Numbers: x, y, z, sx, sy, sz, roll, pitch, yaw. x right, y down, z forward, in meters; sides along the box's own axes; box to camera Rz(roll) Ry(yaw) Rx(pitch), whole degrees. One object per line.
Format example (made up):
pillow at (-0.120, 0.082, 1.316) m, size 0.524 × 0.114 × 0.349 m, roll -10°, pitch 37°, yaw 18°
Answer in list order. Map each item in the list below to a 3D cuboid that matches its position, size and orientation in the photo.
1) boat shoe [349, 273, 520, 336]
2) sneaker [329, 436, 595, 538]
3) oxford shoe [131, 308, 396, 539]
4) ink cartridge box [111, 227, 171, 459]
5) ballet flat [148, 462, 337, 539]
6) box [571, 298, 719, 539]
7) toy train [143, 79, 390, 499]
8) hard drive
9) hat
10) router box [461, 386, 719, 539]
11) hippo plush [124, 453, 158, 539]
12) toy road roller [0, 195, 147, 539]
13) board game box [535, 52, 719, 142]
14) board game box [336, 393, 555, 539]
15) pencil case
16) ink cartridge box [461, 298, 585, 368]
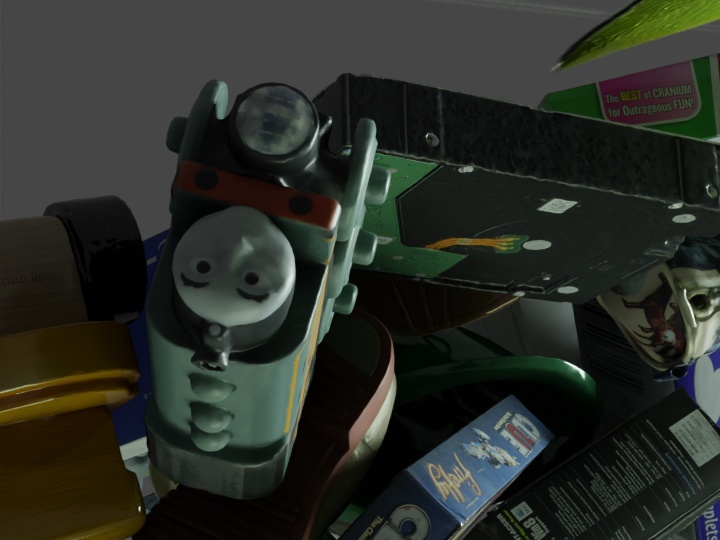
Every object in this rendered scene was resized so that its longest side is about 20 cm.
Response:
boat shoe at (0.000, 0.000, 0.861) m, size 0.199 × 0.074 × 0.063 m, roll -7°, pitch -177°, yaw 18°
sneaker at (0.055, 0.113, 1.011) m, size 0.199 × 0.077 × 0.082 m, roll -16°, pitch 140°, yaw 7°
oxford shoe at (-0.040, 0.114, 0.710) m, size 0.200 × 0.070 × 0.075 m, roll -52°, pitch 150°, yaw -22°
ink cartridge box at (-0.132, 0.049, 0.828) m, size 0.199 × 0.094 × 0.044 m, roll -22°, pitch 167°, yaw 29°
ballet flat at (-0.076, 0.130, 0.918) m, size 0.064 × 0.200 × 0.067 m, roll -46°, pitch 128°, yaw -4°
box at (0.238, 0.036, 0.955) m, size 0.199 × 0.185 × 0.105 m, roll -20°, pitch -160°, yaw -22°
toy train at (-0.043, 0.012, 0.620) m, size 0.085 × 0.114 × 0.200 m, roll 14°, pitch 155°, yaw -1°
hard drive at (0.052, -0.031, 0.719) m, size 0.199 × 0.038 × 0.140 m, roll 7°, pitch 159°, yaw -24°
hat at (0.020, 0.034, 0.932) m, size 0.199 × 0.177 × 0.166 m, roll -11°, pitch 144°, yaw -6°
router box at (0.105, 0.159, 0.890) m, size 0.150 × 0.062 × 0.200 m, roll -29°, pitch 163°, yaw -29°
hippo plush at (-0.152, 0.136, 1.045) m, size 0.199 × 0.162 × 0.159 m, roll -5°, pitch 164°, yaw -46°
toy road roller at (-0.167, 0.063, 0.705) m, size 0.122 × 0.147 × 0.200 m, roll -9°, pitch 167°, yaw -32°
board game box at (0.175, -0.069, 0.835) m, size 0.199 × 0.041 × 0.153 m, roll -14°, pitch 169°, yaw -12°
board game box at (0.017, 0.131, 0.763) m, size 0.136 × 0.035 × 0.200 m, roll -49°, pitch 170°, yaw 16°
pencil case at (0.222, -0.012, 0.824) m, size 0.199 × 0.078 × 0.089 m, roll -20°, pitch -158°, yaw -17°
ink cartridge box at (0.080, 0.047, 1.058) m, size 0.146 × 0.086 × 0.200 m, roll -5°, pitch 166°, yaw -42°
